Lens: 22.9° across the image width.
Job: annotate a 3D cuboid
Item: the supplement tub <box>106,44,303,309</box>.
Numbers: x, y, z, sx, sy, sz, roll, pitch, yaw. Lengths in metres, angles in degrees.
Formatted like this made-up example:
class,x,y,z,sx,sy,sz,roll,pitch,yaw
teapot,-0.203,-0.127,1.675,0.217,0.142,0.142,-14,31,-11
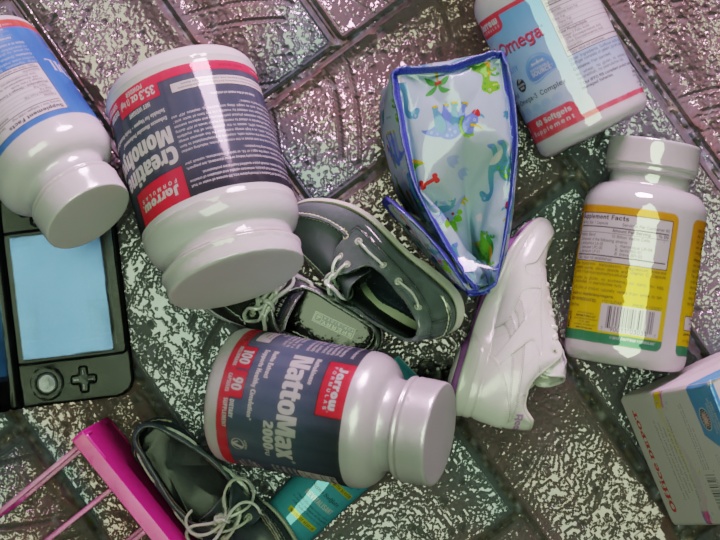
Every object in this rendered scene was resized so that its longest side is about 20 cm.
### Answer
class,x,y,z,sx,sy,sz,roll,pitch,yaw
supplement tub,-0.135,-0.082,1.558,0.139,0.140,0.201,-18,72,0

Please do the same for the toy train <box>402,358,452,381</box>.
class,x,y,z,sx,sy,sz,roll,pitch,yaw
toy train,0.053,0.106,1.632,0.198,0.034,0.046,-5,93,1

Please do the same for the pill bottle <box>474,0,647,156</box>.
class,x,y,z,sx,sy,sz,roll,pitch,yaw
pill bottle,0.169,-0.213,1.596,0.108,0.109,0.201,-26,89,0

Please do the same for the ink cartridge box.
class,x,y,z,sx,sy,sz,roll,pitch,yaw
ink cartridge box,0.332,0.140,1.560,0.124,0.200,0.129,-22,90,-17

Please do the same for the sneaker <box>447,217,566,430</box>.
class,x,y,z,sx,sy,sz,roll,pitch,yaw
sneaker,0.147,0.051,1.599,0.099,0.075,0.201,20,73,2

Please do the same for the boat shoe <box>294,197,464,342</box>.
class,x,y,z,sx,sy,sz,roll,pitch,yaw
boat shoe,0.000,0.000,1.583,0.199,0.062,0.073,34,129,25

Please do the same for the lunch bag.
class,x,y,z,sx,sy,sz,roll,pitch,yaw
lunch bag,0.081,-0.079,1.565,0.126,0.170,0.202,-11,92,-1

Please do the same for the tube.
class,x,y,z,sx,sy,sz,roll,pitch,yaw
tube,-0.009,0.173,1.617,0.200,0.050,0.077,-46,110,4

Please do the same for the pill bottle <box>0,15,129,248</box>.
class,x,y,z,sx,sy,sz,roll,pitch,yaw
pill bottle,-0.288,-0.119,1.564,0.112,0.112,0.201,-36,68,0

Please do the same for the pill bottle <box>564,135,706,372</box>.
class,x,y,z,sx,sy,sz,roll,pitch,yaw
pill bottle,0.249,-0.015,1.593,0.112,0.113,0.202,8,90,0

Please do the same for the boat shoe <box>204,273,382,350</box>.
class,x,y,z,sx,sy,sz,roll,pitch,yaw
boat shoe,-0.074,0.033,1.615,0.198,0.068,0.074,27,90,0

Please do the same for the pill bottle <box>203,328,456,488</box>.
class,x,y,z,sx,sy,sz,roll,pitch,yaw
pill bottle,-0.024,0.123,1.542,0.198,0.119,0.121,9,90,19

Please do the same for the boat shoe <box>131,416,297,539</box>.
class,x,y,z,sx,sy,sz,roll,pitch,yaw
boat shoe,-0.128,0.208,1.577,0.075,0.062,0.200,-40,82,-1

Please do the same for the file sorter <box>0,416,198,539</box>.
class,x,y,z,sx,sy,sz,roll,pitch,yaw
file sorter,-0.219,0.253,1.581,0.125,0.139,0.200,-39,90,1

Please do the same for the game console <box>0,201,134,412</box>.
class,x,y,z,sx,sy,sz,roll,pitch,yaw
game console,-0.304,0.025,1.593,0.174,0.116,0.202,-6,90,0
